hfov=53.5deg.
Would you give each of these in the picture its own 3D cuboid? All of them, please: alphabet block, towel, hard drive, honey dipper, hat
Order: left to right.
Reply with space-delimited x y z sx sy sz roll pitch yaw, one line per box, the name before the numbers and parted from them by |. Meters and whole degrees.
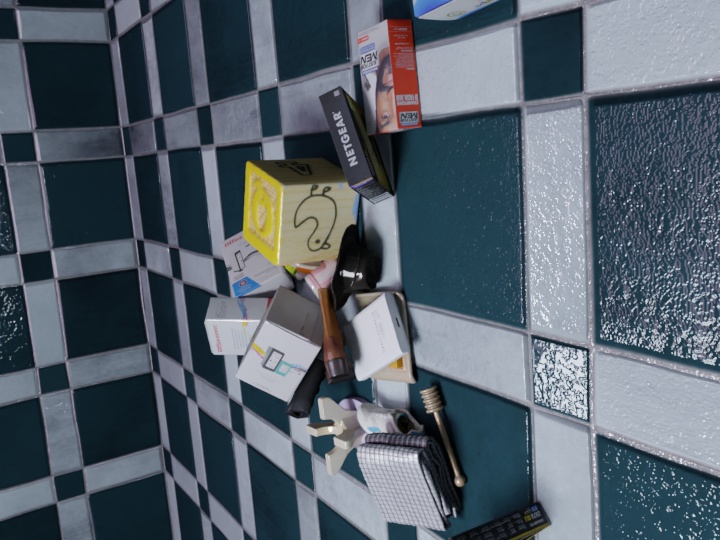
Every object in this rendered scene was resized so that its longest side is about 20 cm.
alphabet block | -0.137 -0.139 1.623 0.196 0.199 0.197 33 125 51
hat | 0.000 0.000 1.545 0.080 0.201 0.202 11 115 11
hard drive | 0.031 0.146 1.541 0.200 0.027 0.133 -42 59 53
towel | 0.101 0.420 1.445 0.165 0.086 0.201 -7 115 38
honey dipper | 0.166 0.332 1.427 0.038 0.038 0.201 -30 75 57

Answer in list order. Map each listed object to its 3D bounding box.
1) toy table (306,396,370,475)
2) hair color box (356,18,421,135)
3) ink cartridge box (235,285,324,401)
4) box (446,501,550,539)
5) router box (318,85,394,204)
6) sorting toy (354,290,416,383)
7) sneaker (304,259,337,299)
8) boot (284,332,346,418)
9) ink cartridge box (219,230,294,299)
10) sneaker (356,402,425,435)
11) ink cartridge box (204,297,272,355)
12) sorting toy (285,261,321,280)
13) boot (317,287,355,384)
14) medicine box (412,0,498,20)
toy table | -0.038 0.380 1.700 0.200 0.116 0.185 -20 82 58
hair color box | 0.054 -0.369 1.380 0.111 0.064 0.202 4 103 58
ink cartridge box | -0.182 0.174 1.707 0.201 0.145 0.147 -58 9 32
box | 0.208 0.478 1.241 0.050 0.199 0.160 65 145 26
router box | -0.005 -0.246 1.430 0.052 0.157 0.201 -22 77 15
sorting toy | 0.046 0.147 1.568 0.185 0.036 0.202 -8 92 59
sneaker | -0.074 0.020 1.708 0.075 0.104 0.200 51 174 7
boot | -0.108 0.250 1.714 0.065 0.201 0.165 29 151 -4
ink cartridge box | -0.280 -0.015 1.917 0.201 0.145 0.084 64 -177 36
sneaker | 0.070 0.330 1.551 0.199 0.076 0.081 26 123 43
ink cartridge box | -0.289 0.145 1.851 0.146 0.198 0.083 91 180 -47
sorting toy | -0.175 -0.056 1.843 0.180 0.106 0.201 112 140 -70
boot | -0.067 0.151 1.620 0.188 0.068 0.201 59 -162 -73
medicine box | 0.164 -0.518 1.116 0.182 0.102 0.202 0 98 59
